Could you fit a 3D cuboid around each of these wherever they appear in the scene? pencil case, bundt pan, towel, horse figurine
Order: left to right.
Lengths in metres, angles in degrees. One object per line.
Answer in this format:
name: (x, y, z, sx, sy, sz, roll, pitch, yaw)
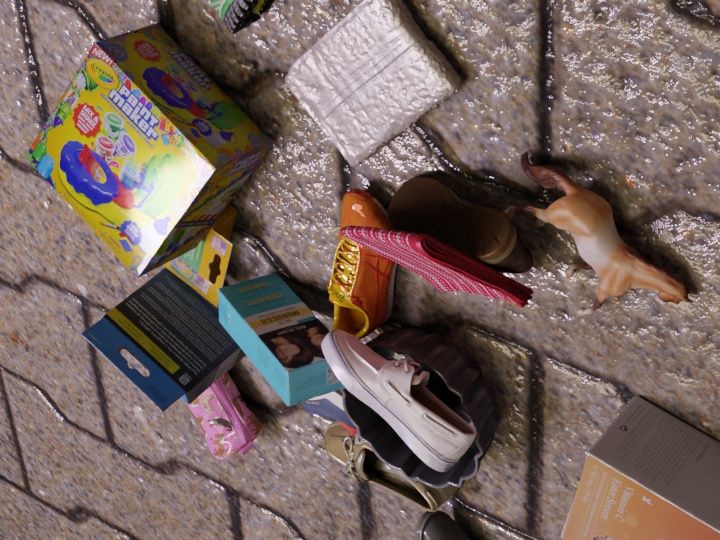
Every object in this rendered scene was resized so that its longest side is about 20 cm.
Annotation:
pencil case: (-0.205, 0.153, 2.024, 0.083, 0.087, 0.200, -22, 108, 18)
towel: (0.011, -0.198, 1.567, 0.133, 0.034, 0.200, 52, 141, -5)
bundt pan: (0.076, 0.149, 1.754, 0.202, 0.076, 0.202, 26, 136, 27)
towel: (0.075, -0.006, 1.563, 0.145, 0.023, 0.200, 27, 173, -23)
horse figurine: (0.222, -0.030, 1.491, 0.200, 0.050, 0.133, 54, 149, -11)

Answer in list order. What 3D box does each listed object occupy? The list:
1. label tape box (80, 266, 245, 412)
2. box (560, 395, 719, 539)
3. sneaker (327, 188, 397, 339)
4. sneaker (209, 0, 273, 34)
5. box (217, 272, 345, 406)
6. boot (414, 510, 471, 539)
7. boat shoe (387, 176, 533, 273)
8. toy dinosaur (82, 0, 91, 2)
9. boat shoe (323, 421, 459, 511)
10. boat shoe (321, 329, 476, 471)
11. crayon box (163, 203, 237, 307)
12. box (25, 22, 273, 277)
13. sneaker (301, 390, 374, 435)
label tape box: (-0.237, 0.087, 1.902, 0.144, 0.200, 0.063, 42, 141, 9)
box: (0.330, 0.255, 1.576, 0.200, 0.106, 0.152, 30, 138, 23)
sneaker: (0.000, 0.000, 1.705, 0.073, 0.077, 0.200, 23, 133, 31)
sneaker: (-0.117, -0.325, 1.547, 0.085, 0.078, 0.200, 47, 142, 4)
box: (-0.092, 0.078, 1.788, 0.200, 0.082, 0.049, 44, 142, 49)
boot: (0.179, 0.367, 1.841, 0.200, 0.073, 0.182, 2, 136, 51)
boat shoe: (0.104, -0.040, 1.569, 0.072, 0.072, 0.200, 34, 173, -37)
toy dinosaur: (-0.334, -0.404, 1.716, 0.088, 0.047, 0.200, 12, 130, 19)
boat shoe: (0.028, 0.243, 1.888, 0.201, 0.063, 0.073, 21, 133, 31)
boat shoe: (0.045, 0.128, 1.664, 0.200, 0.071, 0.070, 46, 114, 10)
crayon box: (-0.228, -0.061, 1.891, 0.200, 0.052, 0.126, 37, 140, 16)
box: (-0.243, -0.139, 1.745, 0.200, 0.122, 0.193, 46, 125, 8)
sneaker: (-0.066, 0.131, 1.877, 0.200, 0.075, 0.085, 39, 139, 13)
